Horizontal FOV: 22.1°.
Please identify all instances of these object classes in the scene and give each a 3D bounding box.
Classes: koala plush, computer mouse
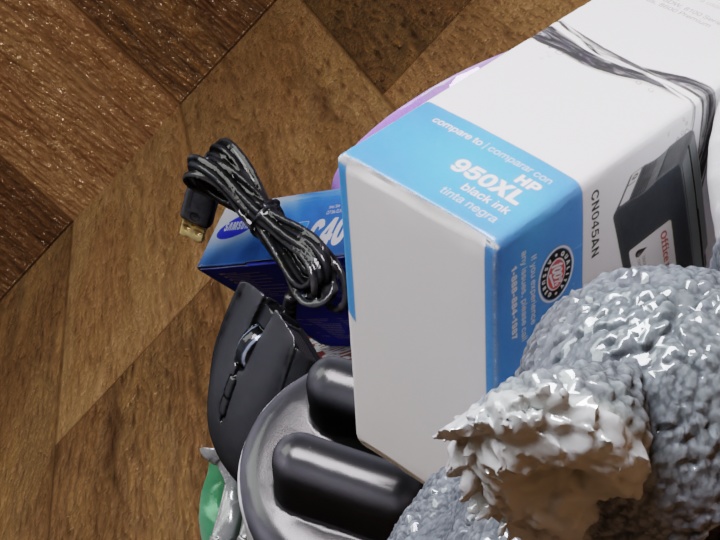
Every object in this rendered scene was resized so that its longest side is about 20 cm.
[{"bbox_3d":[0.087,0.076,0.574,0.177,0.183,0.201,-31,-37,-28],"label":"koala plush"},{"bbox_3d":[-0.067,0.033,0.950,0.046,0.141,0.201,-21,-38,-27],"label":"computer mouse"}]

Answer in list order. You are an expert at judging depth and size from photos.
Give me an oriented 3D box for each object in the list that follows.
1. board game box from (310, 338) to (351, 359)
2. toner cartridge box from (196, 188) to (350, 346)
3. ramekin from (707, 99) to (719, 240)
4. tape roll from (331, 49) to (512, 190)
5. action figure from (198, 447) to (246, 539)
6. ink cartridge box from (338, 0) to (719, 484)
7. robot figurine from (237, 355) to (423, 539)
[{"bbox_3d":[0.011,0.047,1.047,0.102,0.020,0.200,-18,7,-7],"label":"board game box"},{"bbox_3d":[0.000,0.000,0.960,0.199,0.095,0.044,-3,57,60],"label":"toner cartridge box"},{"bbox_3d":[0.222,-0.034,0.660,0.201,0.200,0.098,-49,8,-6],"label":"ramekin"},{"bbox_3d":[0.085,-0.057,1.073,0.198,0.066,0.200,-22,-17,-7],"label":"tape roll"},{"bbox_3d":[-0.076,0.201,1.033,0.118,0.054,0.202,-17,64,57],"label":"action figure"},{"bbox_3d":[0.091,-0.016,0.738,0.084,0.146,0.199,30,50,35],"label":"ink cartridge box"},{"bbox_3d":[0.008,0.123,0.880,0.149,0.125,0.201,-27,-31,-14],"label":"robot figurine"}]
